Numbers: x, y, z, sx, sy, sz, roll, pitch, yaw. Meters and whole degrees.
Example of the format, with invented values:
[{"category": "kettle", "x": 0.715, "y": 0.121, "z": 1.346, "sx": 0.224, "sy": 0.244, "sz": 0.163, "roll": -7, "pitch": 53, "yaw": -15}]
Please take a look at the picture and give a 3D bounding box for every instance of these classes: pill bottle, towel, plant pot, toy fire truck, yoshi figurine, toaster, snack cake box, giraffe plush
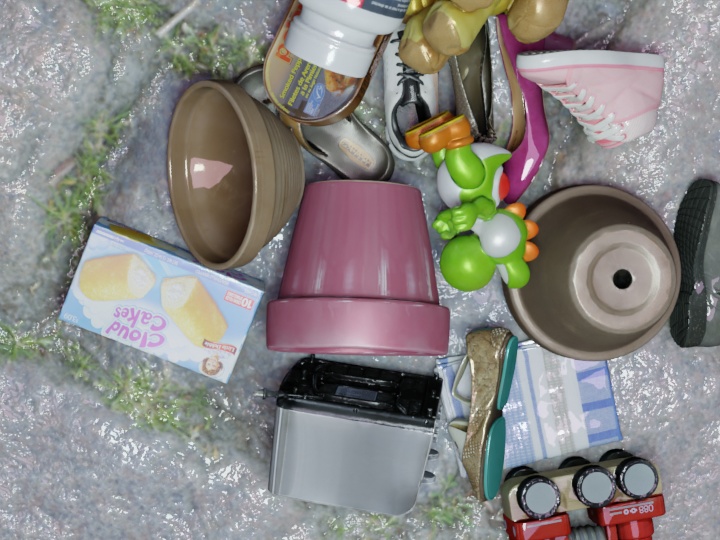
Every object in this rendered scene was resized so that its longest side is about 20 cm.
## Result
[{"category": "pill bottle", "x": 0.000, "y": -0.301, "z": 1.476, "sx": 0.119, "sy": 0.120, "sz": 0.200, "roll": 20, "pitch": 106, "yaw": -6}, {"category": "towel", "x": 0.193, "y": 0.152, "z": 1.706, "sx": 0.199, "sy": 0.024, "sz": 0.147, "roll": -13, "pitch": 102, "yaw": -1}, {"category": "plant pot", "x": -0.123, "y": -0.104, "z": 1.579, "sx": 0.093, "sy": 0.201, "sz": 0.201, "roll": -8, "pitch": 103, "yaw": -33}, {"category": "plant pot", "x": 0.000, "y": 0.000, "z": 1.594, "sx": 0.199, "sy": 0.200, "sz": 0.180, "roll": 3, "pitch": 84, "yaw": -3}, {"category": "toy fire truck", "x": 0.258, "y": 0.316, "z": 1.697, "sx": 0.176, "sy": 0.129, "sz": 0.201, "roll": -10, "pitch": 91, "yaw": -7}, {"category": "plant pot", "x": 0.262, "y": 0.008, "z": 1.594, "sx": 0.200, "sy": 0.175, "sz": 0.201, "roll": 0, "pitch": 94, "yaw": -4}, {"category": "yoshi figurine", "x": 0.104, "y": -0.059, "z": 1.553, "sx": 0.112, "sy": 0.112, "sz": 0.200, "roll": -16, "pitch": 108, "yaw": 40}, {"category": "toaster", "x": -0.011, "y": 0.173, "z": 1.613, "sx": 0.199, "sy": 0.181, "sz": 0.119, "roll": 9, "pitch": 101, "yaw": 3}, {"category": "snack cake box", "x": -0.218, "y": 0.033, "z": 1.641, "sx": 0.200, "sy": 0.067, "sz": 0.115, "roll": 21, "pitch": 98, "yaw": -6}, {"category": "giraffe plush", "x": 0.141, "y": -0.287, "z": 1.506, "sx": 0.162, "sy": 0.173, "sz": 0.201, "roll": 16, "pitch": 65, "yaw": -21}]

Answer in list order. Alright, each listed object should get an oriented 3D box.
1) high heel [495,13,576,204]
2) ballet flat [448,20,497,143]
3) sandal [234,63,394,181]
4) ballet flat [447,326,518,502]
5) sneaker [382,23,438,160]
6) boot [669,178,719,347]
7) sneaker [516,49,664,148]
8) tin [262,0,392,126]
[{"category": "high heel", "x": 0.163, "y": -0.177, "z": 1.620, "sx": 0.096, "sy": 0.067, "sz": 0.201, "roll": 18, "pitch": 84, "yaw": -16}, {"category": "ballet flat", "x": 0.122, "y": -0.216, "z": 1.612, "sx": 0.067, "sy": 0.046, "sz": 0.201, "roll": -11, "pitch": 105, "yaw": -31}, {"category": "sandal", "x": -0.050, "y": -0.156, "z": 1.619, "sx": 0.200, "sy": 0.055, "sz": 0.082, "roll": 39, "pitch": 96, "yaw": -3}, {"category": "ballet flat", "x": 0.133, "y": 0.159, "z": 1.668, "sx": 0.065, "sy": 0.070, "sz": 0.201, "roll": 11, "pitch": 98, "yaw": 22}, {"category": "sneaker", "x": 0.057, "y": -0.217, "z": 1.603, "sx": 0.073, "sy": 0.080, "sz": 0.201, "roll": -6, "pitch": 99, "yaw": 1}, {"category": "boot", "x": 0.424, "y": -0.005, "z": 1.677, "sx": 0.130, "sy": 0.068, "sz": 0.201, "roll": 0, "pitch": 103, "yaw": -13}, {"category": "sneaker", "x": 0.248, "y": -0.183, "z": 1.584, "sx": 0.200, "sy": 0.075, "sz": 0.105, "roll": -2, "pitch": 98, "yaw": -37}, {"category": "tin", "x": -0.028, "y": -0.249, "z": 1.576, "sx": 0.112, "sy": 0.042, "sz": 0.200, "roll": 25, "pitch": 88, "yaw": 12}]
